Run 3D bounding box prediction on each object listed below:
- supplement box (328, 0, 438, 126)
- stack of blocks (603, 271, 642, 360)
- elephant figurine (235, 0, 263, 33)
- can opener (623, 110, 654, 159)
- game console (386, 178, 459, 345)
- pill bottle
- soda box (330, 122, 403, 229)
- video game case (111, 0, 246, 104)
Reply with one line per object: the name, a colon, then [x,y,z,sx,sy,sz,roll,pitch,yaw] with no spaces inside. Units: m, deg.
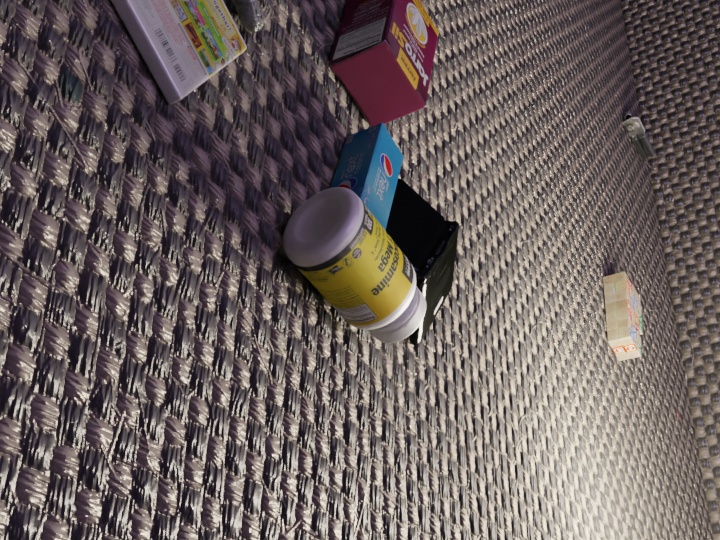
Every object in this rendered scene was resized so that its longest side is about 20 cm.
supplement box: [0.039,-0.341,1.482,0.131,0.102,0.202,51,35,-36]
stack of blocks: [0.652,0.120,2.399,0.115,0.058,0.202,49,36,-39]
elephant figurine: [-0.139,-0.412,1.151,0.155,0.140,0.203,-9,79,-67]
can opener: [0.926,-0.454,3.223,0.200,0.053,0.068,45,40,-44]
game console: [0.069,-0.017,1.449,0.200,0.115,0.178,-52,150,-57]
pill bottle: [0.000,0.000,1.212,0.200,0.111,0.114,49,36,-38]
soda box: [0.004,-0.112,1.332,0.068,0.063,0.202,54,33,-32]
video game case: [-0.216,-0.308,1.083,0.202,0.023,0.182,62,30,-19]
